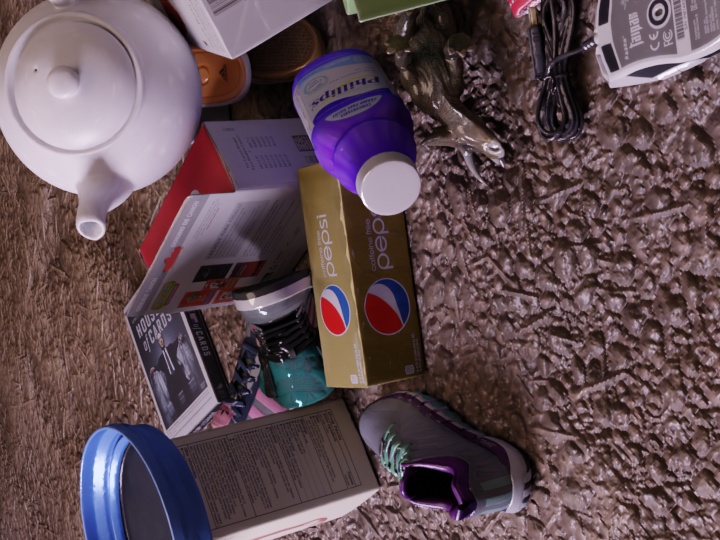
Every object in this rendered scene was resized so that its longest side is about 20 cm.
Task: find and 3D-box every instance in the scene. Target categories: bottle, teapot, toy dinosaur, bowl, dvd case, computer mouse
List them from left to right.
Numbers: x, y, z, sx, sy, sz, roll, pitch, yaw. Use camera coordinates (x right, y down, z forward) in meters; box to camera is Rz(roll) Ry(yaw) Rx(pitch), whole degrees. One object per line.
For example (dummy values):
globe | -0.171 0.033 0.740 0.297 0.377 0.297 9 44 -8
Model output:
teapot | -0.237 -0.161 0.926 0.200 0.146 0.197 37 94 2
bowl | -0.186 0.230 0.928 0.201 0.039 0.201 16 111 51
dvd case | -0.227 0.099 1.303 0.150 0.025 0.200 -45 62 46
bottle | 0.000 -0.113 0.863 0.200 0.083 0.065 -112 -1 -55
toy dinosaur | 0.053 -0.169 0.833 0.102 0.077 0.200 81 175 -60
computer mouse | 0.184 -0.154 0.696 0.200 0.044 0.110 -8 85 59

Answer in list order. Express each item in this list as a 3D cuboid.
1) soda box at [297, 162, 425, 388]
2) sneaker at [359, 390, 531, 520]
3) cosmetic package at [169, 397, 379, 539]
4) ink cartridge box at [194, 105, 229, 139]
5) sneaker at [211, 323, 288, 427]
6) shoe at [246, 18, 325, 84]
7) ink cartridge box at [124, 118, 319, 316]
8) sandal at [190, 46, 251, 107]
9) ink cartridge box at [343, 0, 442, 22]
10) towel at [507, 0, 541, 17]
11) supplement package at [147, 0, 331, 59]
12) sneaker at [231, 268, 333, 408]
soda box | 0.000 0.000 0.945 0.064 0.068 0.200 -8 90 54
sneaker | 0.046 0.153 0.897 0.200 0.088 0.074 13 107 51
cosmetic package | -0.097 0.199 1.004 0.087 0.200 0.103 -48 58 47
ink cartridge box | -0.237 -0.211 1.205 0.200 0.083 0.145 1 98 52
sneaker | -0.114 0.132 1.110 0.070 0.082 0.200 14 108 51
shoe | -0.107 -0.221 1.058 0.200 0.053 0.070 11 94 37
ink cartridge box | -0.132 -0.049 1.022 0.200 0.176 0.084 -52 56 43
sandal | -0.197 -0.193 1.058 0.207 0.059 0.079 -1 95 40
ink cartridge box | 0.028 -0.252 0.787 0.059 0.104 0.200 81 175 -62
towel | 0.120 -0.306 0.767 0.145 0.022 0.200 -37 68 51
supplement package | -0.125 -0.277 0.951 0.121 0.120 0.200 62 166 -27
sneaker | -0.067 0.068 0.990 0.200 0.084 0.121 40 -147 -86
